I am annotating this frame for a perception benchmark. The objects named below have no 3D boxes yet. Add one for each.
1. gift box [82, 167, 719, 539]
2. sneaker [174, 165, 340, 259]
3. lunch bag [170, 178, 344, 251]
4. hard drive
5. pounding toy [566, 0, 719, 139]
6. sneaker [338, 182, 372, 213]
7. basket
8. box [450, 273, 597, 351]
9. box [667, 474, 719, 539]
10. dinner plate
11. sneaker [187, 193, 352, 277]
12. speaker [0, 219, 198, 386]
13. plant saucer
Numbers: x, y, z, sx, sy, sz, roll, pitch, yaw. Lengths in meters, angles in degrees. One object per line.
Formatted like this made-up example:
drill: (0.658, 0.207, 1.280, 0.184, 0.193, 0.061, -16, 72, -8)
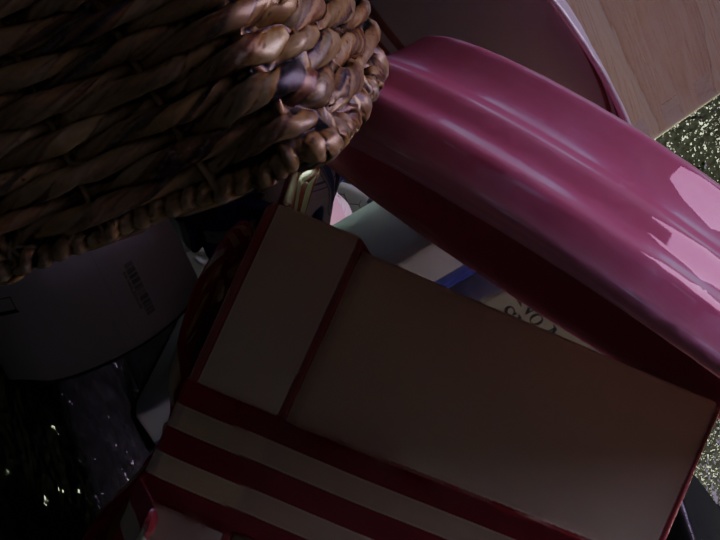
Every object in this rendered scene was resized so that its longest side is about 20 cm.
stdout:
gift box: (0.009, 0.078, 0.766, 0.200, 0.186, 0.185, 70, 43, -76)
sneaker: (-0.044, -0.049, 0.826, 0.200, 0.075, 0.088, 33, 56, -69)
lunch bag: (-0.077, -0.115, 0.971, 0.160, 0.075, 0.200, -31, 97, -46)
hard drive: (0.000, 0.000, 0.977, 0.025, 0.200, 0.132, 57, 14, -12)
pounding toy: (0.066, -0.179, 0.908, 0.200, 0.142, 0.184, 47, -12, 48)
sneaker: (0.043, 0.015, 1.268, 0.202, 0.077, 0.146, 34, -3, 1)
basket: (-0.107, -0.081, 0.623, 0.143, 0.200, 0.149, -64, 132, -70)
box: (0.025, 0.053, 0.987, 0.082, 0.200, 0.068, 54, 17, -20)
box: (0.060, 0.150, 0.961, 0.141, 0.200, 0.079, 43, 28, -64)
dinner plate: (0.035, -0.093, 0.819, 0.200, 0.024, 0.200, 44, -13, 13)
sneaker: (-0.053, -0.038, 1.116, 0.105, 0.075, 0.200, -87, 159, -59)
speaker: (-0.134, -0.063, 0.781, 0.081, 0.081, 0.200, -82, 149, -67)
plant saucer: (0.071, -0.014, 0.716, 0.200, 0.051, 0.201, 33, -3, 2)
